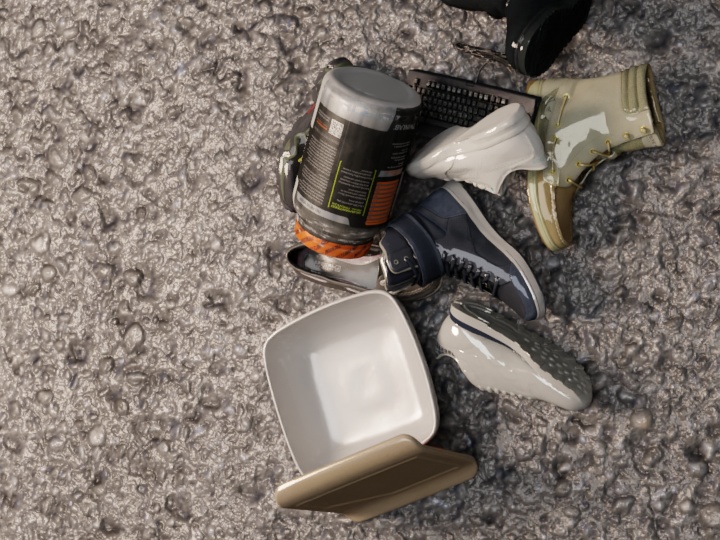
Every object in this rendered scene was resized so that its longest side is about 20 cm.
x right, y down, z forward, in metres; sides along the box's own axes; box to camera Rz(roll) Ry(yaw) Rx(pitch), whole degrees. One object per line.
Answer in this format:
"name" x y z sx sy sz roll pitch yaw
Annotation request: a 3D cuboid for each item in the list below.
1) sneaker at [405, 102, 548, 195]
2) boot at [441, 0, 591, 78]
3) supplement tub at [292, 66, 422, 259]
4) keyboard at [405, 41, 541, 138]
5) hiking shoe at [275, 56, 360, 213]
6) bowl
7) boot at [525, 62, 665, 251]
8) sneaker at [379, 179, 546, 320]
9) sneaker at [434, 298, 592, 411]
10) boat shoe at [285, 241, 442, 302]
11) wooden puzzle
"sneaker" 0.131 -0.121 1.478 0.089 0.075 0.199 53 147 -17
"boot" 0.156 -0.296 1.468 0.166 0.200 0.077 21 128 19
"supplement tub" -0.009 -0.124 1.507 0.122 0.122 0.202 28 117 21
"keyboard" 0.129 -0.211 1.523 0.199 0.020 0.129 20 96 41
"hiking shoe" -0.032 -0.157 1.589 0.100 0.076 0.202 26 96 24
"bowl" -0.003 0.138 1.563 0.198 0.074 0.202 -23 79 20
"boot" 0.268 -0.129 1.466 0.153 0.072 0.203 -6 81 26
"sneaker" 0.108 0.006 1.494 0.145 0.077 0.203 -31 65 -18
"sneaker" 0.178 0.113 1.502 0.199 0.076 0.081 33 111 24
"boat shoe" 0.000 0.000 1.578 0.197 0.057 0.068 9 91 22
"wooden puzzle" 0.020 0.236 1.487 0.183 0.200 0.038 -25 64 18
